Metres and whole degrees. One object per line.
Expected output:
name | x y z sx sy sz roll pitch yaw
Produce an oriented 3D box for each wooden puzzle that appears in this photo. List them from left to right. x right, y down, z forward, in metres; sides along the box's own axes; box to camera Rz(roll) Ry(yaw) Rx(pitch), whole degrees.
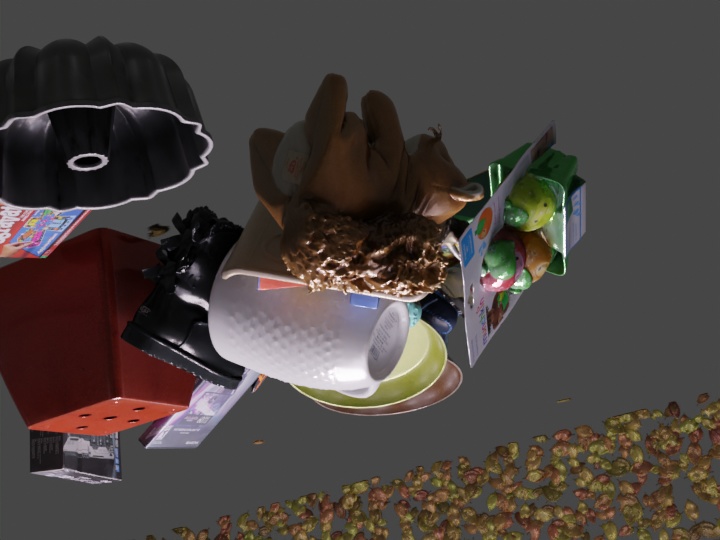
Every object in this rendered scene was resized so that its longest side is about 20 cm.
wooden puzzle | -0.020 -0.019 1.208 0.198 0.047 0.186 5 -152 7

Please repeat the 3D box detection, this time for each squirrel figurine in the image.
squirrel figurine | 0.017 -0.057 1.113 0.185 0.202 0.141 13 148 -34

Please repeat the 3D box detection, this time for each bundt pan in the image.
bundt pan | -0.220 -0.119 0.977 0.200 0.076 0.202 -11 163 -3

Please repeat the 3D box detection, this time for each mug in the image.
mug | -0.039 0.064 1.294 0.174 0.148 0.201 17 147 28

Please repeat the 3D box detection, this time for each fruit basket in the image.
fruit basket | 0.160 -0.025 1.267 0.093 0.201 0.186 15 139 24

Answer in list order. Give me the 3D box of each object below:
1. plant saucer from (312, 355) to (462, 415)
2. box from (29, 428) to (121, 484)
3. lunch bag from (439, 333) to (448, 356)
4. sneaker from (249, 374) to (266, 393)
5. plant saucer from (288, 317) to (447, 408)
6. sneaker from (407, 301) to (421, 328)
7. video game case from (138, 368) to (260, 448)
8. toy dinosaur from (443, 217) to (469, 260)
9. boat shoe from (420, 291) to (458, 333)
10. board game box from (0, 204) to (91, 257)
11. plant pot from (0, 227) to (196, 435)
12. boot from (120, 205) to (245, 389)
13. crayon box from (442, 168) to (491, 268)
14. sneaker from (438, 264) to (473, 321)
plant saucer | 0.032 0.134 1.593 0.198 0.032 0.201 -3 152 -2
box | -0.360 0.161 1.565 0.049 0.202 0.158 -8 163 13
lunch bag | 0.016 0.067 1.650 0.198 0.129 0.170 2 162 8
sneaker | -0.127 0.108 1.641 0.112 0.077 0.200 -51 175 -10
plant saucer | 0.003 0.095 1.469 0.198 0.031 0.201 0 140 0
sneaker | 0.000 0.000 1.382 0.091 0.199 0.078 -22 133 -44
video game case | -0.168 0.136 1.492 0.200 0.019 0.143 -48 162 6
toy dinosaur | 0.023 -0.049 1.308 0.198 0.103 0.077 -11 163 -2
boat shoe | 0.020 0.044 1.516 0.198 0.069 0.084 18 147 3
board game box | -0.322 -0.056 1.208 0.102 0.020 0.200 3 158 -34
plant pot | -0.292 0.083 1.399 0.199 0.178 0.199 -20 161 25
boot | -0.158 0.030 1.334 0.073 0.163 0.198 27 176 36
crayon box | 0.113 -0.052 1.439 0.199 0.052 0.125 -21 160 31
sneaker | 0.151 0.001 1.527 0.093 0.070 0.200 -43 -179 14
